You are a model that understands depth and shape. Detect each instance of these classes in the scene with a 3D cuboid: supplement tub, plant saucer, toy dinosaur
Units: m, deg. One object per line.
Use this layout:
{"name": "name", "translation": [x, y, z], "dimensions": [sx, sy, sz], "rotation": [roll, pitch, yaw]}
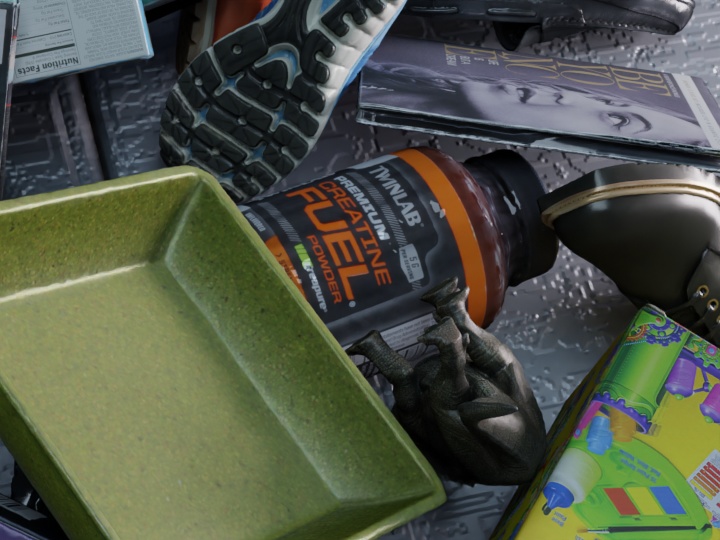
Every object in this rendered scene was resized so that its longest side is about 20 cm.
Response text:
{"name": "supplement tub", "translation": [0.000, 0.000, 0.963], "dimensions": [0.200, 0.107, 0.107], "rotation": [-21, 71, -22]}
{"name": "plant saucer", "translation": [-0.084, 0.055, 0.800], "dimensions": [0.200, 0.048, 0.200], "rotation": [53, 32, 14]}
{"name": "toy dinosaur", "translation": [0.053, 0.063, 0.878], "dimensions": [0.077, 0.200, 0.102], "rotation": [-36, 100, -23]}

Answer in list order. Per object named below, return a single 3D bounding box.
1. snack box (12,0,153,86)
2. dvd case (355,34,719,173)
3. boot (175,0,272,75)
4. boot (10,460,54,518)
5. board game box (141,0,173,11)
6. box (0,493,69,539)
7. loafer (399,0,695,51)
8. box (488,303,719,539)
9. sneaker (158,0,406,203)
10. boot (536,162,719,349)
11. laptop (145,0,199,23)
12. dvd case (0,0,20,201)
{"name": "snack box", "translation": [-0.209, -0.138, 0.904], "dimensions": [0.200, 0.037, 0.116], "rotation": [-12, 96, -2]}
{"name": "dvd case", "translation": [0.098, -0.093, 1.016], "dimensions": [0.200, 0.016, 0.149], "rotation": [8, 21, -2]}
{"name": "boot", "translation": [-0.038, -0.179, 1.062], "dimensions": [0.107, 0.075, 0.200], "rotation": [23, 61, -7]}
{"name": "boot", "translation": [-0.083, 0.119, 0.901], "dimensions": [0.168, 0.076, 0.200], "rotation": [7, 70, -6]}
{"name": "board game box", "translation": [-0.163, -0.189, 0.955], "dimensions": [0.200, 0.064, 0.148], "rotation": [-20, 96, 5]}
{"name": "box", "translation": [-0.209, 0.180, 0.791], "dimensions": [0.148, 0.104, 0.200], "rotation": [24, 84, 2]}
{"name": "loafer", "translation": [0.099, -0.161, 1.091], "dimensions": [0.200, 0.070, 0.068], "rotation": [9, 24, -23]}
{"name": "box", "translation": [0.155, 0.160, 0.858], "dimensions": [0.200, 0.122, 0.193], "rotation": [32, 61, 3]}
{"name": "sneaker", "translation": [-0.025, -0.114, 0.996], "dimensions": [0.078, 0.090, 0.200], "rotation": [44, 106, 6]}
{"name": "boot", "translation": [0.173, 0.030, 0.966], "dimensions": [0.200, 0.077, 0.138], "rotation": [15, 61, -44]}
{"name": "laptop", "translation": [-0.171, -0.217, 1.036], "dimensions": [0.177, 0.103, 0.200], "rotation": [-23, 42, 5]}
{"name": "dvd case", "translation": [-0.242, -0.043, 0.894], "dimensions": [0.146, 0.200, 0.022], "rotation": [5, 26, -10]}
